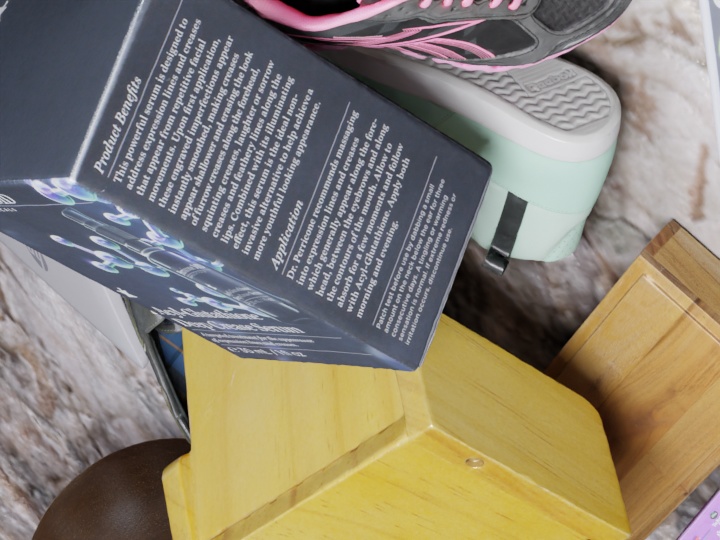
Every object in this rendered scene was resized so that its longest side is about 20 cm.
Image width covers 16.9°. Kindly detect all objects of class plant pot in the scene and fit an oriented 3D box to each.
[{"bbox_3d":[-0.094,0.208,1.405,0.187,0.187,0.200,58,173,-13],"label":"plant pot"}]

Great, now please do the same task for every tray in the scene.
[{"bbox_3d":[0.144,0.068,1.237,0.099,0.037,0.200,42,143,7],"label":"tray"}]

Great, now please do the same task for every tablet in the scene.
[{"bbox_3d":[-0.191,-0.030,1.399,0.200,0.014,0.130,38,154,48],"label":"tablet"}]

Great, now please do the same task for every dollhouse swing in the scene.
[{"bbox_3d":[0.015,0.068,1.236,0.181,0.176,0.200,30,136,-26],"label":"dollhouse swing"}]

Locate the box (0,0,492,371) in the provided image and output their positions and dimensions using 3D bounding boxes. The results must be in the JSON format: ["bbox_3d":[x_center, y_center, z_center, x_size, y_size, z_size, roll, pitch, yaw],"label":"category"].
[{"bbox_3d":[-0.069,-0.043,1.092,0.200,0.107,0.148,30,164,-31],"label":"box"}]

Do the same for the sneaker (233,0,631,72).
[{"bbox_3d":[0.028,-0.127,1.064,0.095,0.199,0.079,-142,50,-86],"label":"sneaker"}]

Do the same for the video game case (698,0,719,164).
[{"bbox_3d":[0.236,-0.051,1.052,0.181,0.023,0.201,15,132,36],"label":"video game case"}]

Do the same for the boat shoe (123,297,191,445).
[{"bbox_3d":[-0.096,0.015,1.326,0.068,0.057,0.201,-17,117,4],"label":"boat shoe"}]

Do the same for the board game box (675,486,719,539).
[{"bbox_3d":[0.225,0.135,1.166,0.120,0.032,0.200,39,119,5],"label":"board game box"}]

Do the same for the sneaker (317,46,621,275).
[{"bbox_3d":[0.030,-0.075,1.190,0.200,0.074,0.118,33,144,21],"label":"sneaker"}]
